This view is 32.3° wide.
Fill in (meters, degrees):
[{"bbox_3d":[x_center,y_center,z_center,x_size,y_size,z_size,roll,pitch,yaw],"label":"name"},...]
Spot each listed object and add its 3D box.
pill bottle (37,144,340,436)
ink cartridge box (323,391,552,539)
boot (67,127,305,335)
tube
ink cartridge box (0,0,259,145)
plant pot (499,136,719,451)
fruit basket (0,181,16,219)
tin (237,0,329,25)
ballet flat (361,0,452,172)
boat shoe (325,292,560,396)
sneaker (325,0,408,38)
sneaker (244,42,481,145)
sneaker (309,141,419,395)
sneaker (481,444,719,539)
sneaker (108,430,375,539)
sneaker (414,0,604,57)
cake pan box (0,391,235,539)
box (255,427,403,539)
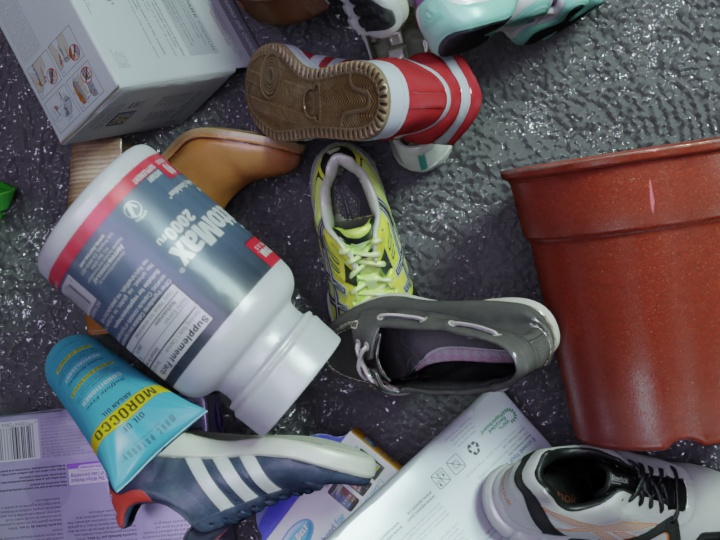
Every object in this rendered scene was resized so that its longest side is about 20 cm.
[{"bbox_3d":[-0.116,0.018,0.881,0.200,0.120,0.120,40,93,-2],"label":"pill bottle"},{"bbox_3d":[0.095,0.217,0.891,0.196,0.043,0.200,-37,81,-28],"label":"ink cartridge box"},{"bbox_3d":[-0.135,-0.028,0.965,0.198,0.077,0.157,-4,88,6],"label":"boot"},{"bbox_3d":[-0.175,0.097,0.888,0.077,0.200,0.051,-46,120,-12],"label":"tube"},{"bbox_3d":[-0.191,-0.213,0.963,0.084,0.175,0.201,-33,82,36],"label":"ink cartridge box"},{"bbox_3d":[0.210,0.013,0.864,0.199,0.201,0.197,-9,94,8],"label":"plant pot"},{"bbox_3d":[-0.369,-0.075,0.938,0.154,0.216,0.218,12,89,9],"label":"fruit basket"},{"bbox_3d":[-0.012,-0.260,0.953,0.199,0.042,0.112,-28,47,7],"label":"tin"},{"bbox_3d":[0.030,-0.176,0.953,0.069,0.069,0.202,-13,85,7],"label":"ballet flat"},{"bbox_3d":[0.042,0.055,0.869,0.199,0.057,0.067,-7,110,37],"label":"boat shoe"},{"bbox_3d":[-0.010,-0.238,0.873,0.081,0.075,0.201,-28,51,-5],"label":"sneaker"},{"bbox_3d":[0.003,-0.128,0.905,0.112,0.199,0.072,-6,106,-34],"label":"sneaker"},{"bbox_3d":[0.000,0.000,0.943,0.075,0.076,0.202,-19,87,5],"label":"sneaker"},{"bbox_3d":[0.190,0.163,0.878,0.198,0.080,0.074,4,62,-17],"label":"sneaker"},{"bbox_3d":[-0.088,0.162,0.910,0.198,0.075,0.085,2,84,8],"label":"sneaker"},{"bbox_3d":[0.096,-0.235,0.888,0.077,0.199,0.141,-27,84,39],"label":"sneaker"},{"bbox_3d":[-0.199,0.197,0.977,0.198,0.052,0.186,-8,84,8],"label":"cake pan box"},{"bbox_3d":[0.017,0.215,0.950,0.200,0.041,0.119,39,92,10],"label":"box"}]
